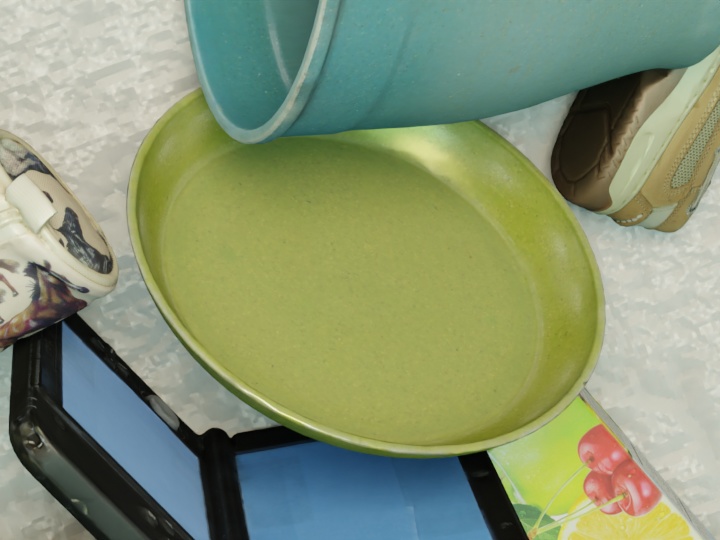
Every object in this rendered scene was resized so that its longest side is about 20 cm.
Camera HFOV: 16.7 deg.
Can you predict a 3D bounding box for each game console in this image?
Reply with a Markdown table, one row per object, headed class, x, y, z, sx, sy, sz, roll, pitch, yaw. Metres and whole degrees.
| class | x | y | z | sx | sy | sz | roll | pitch | yaw |
| --- | --- | --- | --- | --- | --- | --- | --- | --- | --- |
| game console | -0.042 | 0.061 | 0.984 | 0.116 | 0.200 | 0.176 | -41 | 106 | 5 |

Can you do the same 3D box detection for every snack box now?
| class | x | y | z | sx | sy | sz | roll | pitch | yaw |
| --- | --- | --- | --- | --- | --- | --- | --- | --- | --- |
| snack box | 0.055 | 0.155 | 1.099 | 0.200 | 0.053 | 0.142 | -39 | 105 | 6 |

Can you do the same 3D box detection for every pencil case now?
| class | x | y | z | sx | sy | sz | roll | pitch | yaw |
| --- | --- | --- | --- | --- | --- | --- | --- | --- | --- |
| pencil case | -0.189 | 0.022 | 0.956 | 0.200 | 0.089 | 0.078 | -32 | 92 | 14 |

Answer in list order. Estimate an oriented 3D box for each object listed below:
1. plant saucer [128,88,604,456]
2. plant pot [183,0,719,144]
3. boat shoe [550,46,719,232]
| class | x | y | z | sx | sy | sz | roll | pitch | yaw |
| --- | --- | --- | --- | --- | --- | --- | --- | --- | --- |
| plant saucer | 0.000 | 0.000 | 0.985 | 0.200 | 0.200 | 0.031 | 17 | 136 | -11 |
| plant pot | 0.046 | -0.147 | 0.948 | 0.188 | 0.200 | 0.200 | 0 | 106 | -20 |
| boat shoe | 0.158 | -0.107 | 1.036 | 0.076 | 0.072 | 0.200 | 21 | 110 | -27 |
